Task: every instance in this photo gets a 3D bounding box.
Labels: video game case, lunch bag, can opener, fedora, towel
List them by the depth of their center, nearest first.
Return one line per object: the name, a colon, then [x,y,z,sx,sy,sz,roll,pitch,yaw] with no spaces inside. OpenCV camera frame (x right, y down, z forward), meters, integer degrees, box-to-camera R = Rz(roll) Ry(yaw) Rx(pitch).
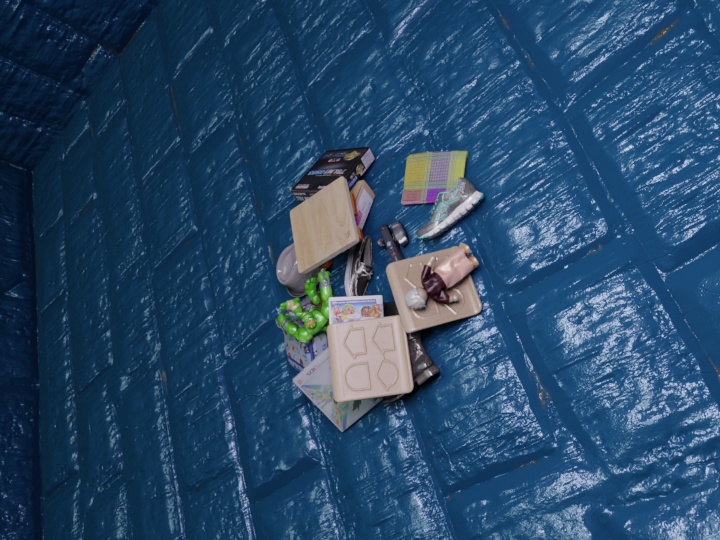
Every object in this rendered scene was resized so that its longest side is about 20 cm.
video game case: [-0.008,0.168,1.464,0.139,0.018,0.206,-2,79,-3]
video game case: [-0.055,0.309,1.544,0.200,0.022,0.182,46,112,-6]
can opener: [0.100,-0.041,1.562,0.078,0.063,0.204,-32,60,28]
towel: [0.196,-0.250,1.566,0.196,0.023,0.148,2,79,39]
lunch bag: [-0.153,0.223,1.646,0.199,0.074,0.165,20,119,58]
fedora: [-0.189,-0.022,1.771,0.201,0.089,0.178,-52,46,18]

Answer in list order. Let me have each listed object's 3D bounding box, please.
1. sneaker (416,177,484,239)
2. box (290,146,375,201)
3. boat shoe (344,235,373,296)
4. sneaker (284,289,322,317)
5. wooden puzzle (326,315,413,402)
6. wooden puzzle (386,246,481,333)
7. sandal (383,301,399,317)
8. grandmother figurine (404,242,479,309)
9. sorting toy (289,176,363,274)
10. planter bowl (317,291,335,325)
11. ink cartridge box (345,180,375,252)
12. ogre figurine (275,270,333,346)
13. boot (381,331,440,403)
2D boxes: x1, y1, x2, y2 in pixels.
sneaker: [0.215,-0.158,1.478,0.198,0.077,0.092,-37,79,17]
box: [-0.082,-0.283,1.715,0.197,0.050,0.200,8,50,45]
boat shoe: [0.000,0.000,1.630,0.063,0.070,0.206,-11,70,38]
sneaker: [-0.157,0.110,1.748,0.197,0.074,0.089,-25,39,31]
wooden puzzle: [0.022,0.216,1.423,0.194,0.046,0.191,-8,76,0]
wooden puzzle: [0.179,0.049,1.439,0.195,0.047,0.189,-16,63,-4]
sandal: [0.074,0.117,1.549,0.198,0.047,0.078,17,98,42]
grandmother figurine: [0.190,0.026,1.385,0.198,0.061,0.122,-35,81,-10]
sorting toy: [-0.087,-0.112,1.564,0.196,0.069,0.204,-29,57,27]
planter bowl: [-0.059,0.150,1.609,0.199,0.082,0.206,29,124,54]
ink cartridge box: [-0.065,-0.155,1.686,0.162,0.075,0.204,2,60,39]
ogre figurine: [-0.131,0.107,1.530,0.198,0.098,0.121,-37,67,-3]
boot: [0.100,0.223,1.468,0.199,0.069,0.177,-39,67,25]
